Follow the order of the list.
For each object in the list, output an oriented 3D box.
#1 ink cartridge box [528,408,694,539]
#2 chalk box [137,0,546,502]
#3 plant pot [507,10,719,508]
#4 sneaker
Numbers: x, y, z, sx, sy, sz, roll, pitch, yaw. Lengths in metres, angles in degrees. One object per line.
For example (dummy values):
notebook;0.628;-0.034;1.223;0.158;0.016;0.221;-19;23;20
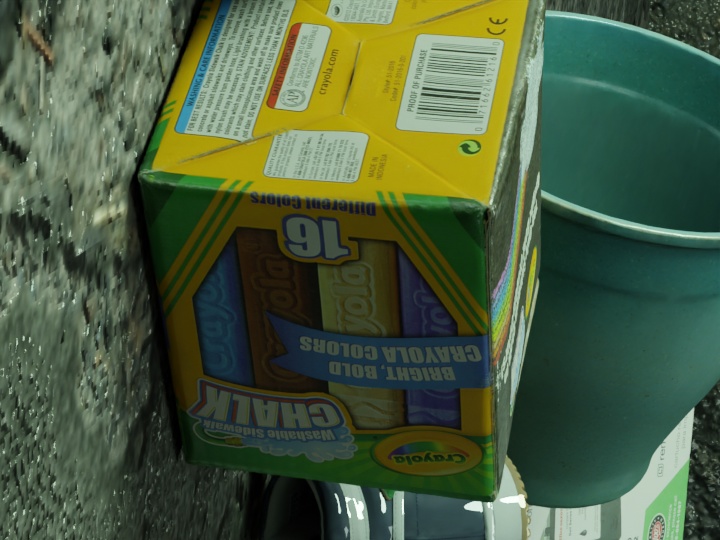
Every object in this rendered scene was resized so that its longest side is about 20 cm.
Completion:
ink cartridge box;0.099;0.112;1.400;0.200;0.084;0.147;-5;101;-49
chalk box;0.000;0.000;0.922;0.200;0.123;0.125;87;13;-46
plant pot;0.101;0.004;1.204;0.200;0.199;0.189;-67;174;-58
sneaker;-0.008;0.089;1.123;0.200;0.108;0.070;-141;-130;-66
